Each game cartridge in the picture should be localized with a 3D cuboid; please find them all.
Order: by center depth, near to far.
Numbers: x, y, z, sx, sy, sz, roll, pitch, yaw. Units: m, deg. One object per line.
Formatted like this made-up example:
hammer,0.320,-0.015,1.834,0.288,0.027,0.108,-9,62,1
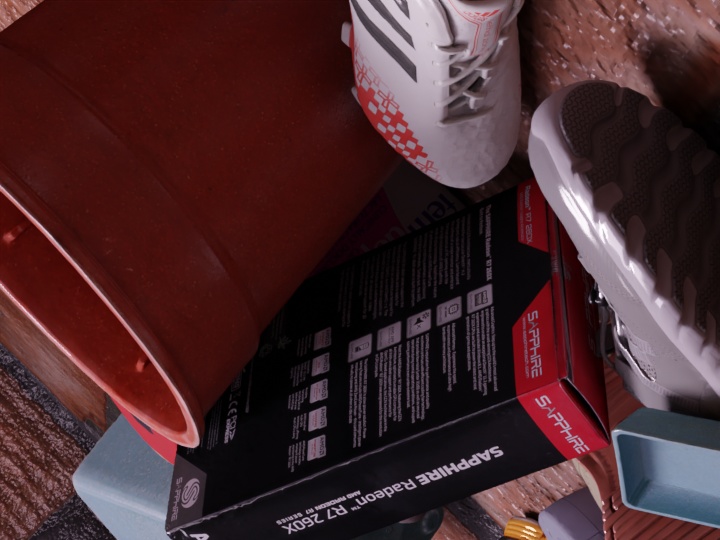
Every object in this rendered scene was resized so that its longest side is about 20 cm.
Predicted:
game cartridge,0.154,0.192,0.948,0.200,0.041,0.134,-164,50,-86

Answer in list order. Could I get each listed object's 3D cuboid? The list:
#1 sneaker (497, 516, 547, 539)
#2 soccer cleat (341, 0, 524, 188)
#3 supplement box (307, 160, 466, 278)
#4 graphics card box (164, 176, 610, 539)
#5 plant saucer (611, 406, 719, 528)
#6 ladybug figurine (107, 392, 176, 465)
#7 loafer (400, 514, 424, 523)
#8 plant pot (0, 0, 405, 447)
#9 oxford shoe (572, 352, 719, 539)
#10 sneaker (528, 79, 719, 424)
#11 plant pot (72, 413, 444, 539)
sneaker,0.156,0.264,1.151,0.200,0.077,0.078,44,162,-1
soccer cleat,0.032,-0.098,0.622,0.085,0.068,0.201,36,156,42
supplement box,0.000,0.000,0.863,0.200,0.101,0.103,43,164,6
graphics card box,0.010,0.049,0.727,0.051,0.199,0.126,49,-152,-36
plant saucer,0.194,0.088,0.618,0.198,0.019,0.070,10,149,19
ladybug figurine,-0.101,0.049,0.911,0.135,0.072,0.201,35,159,28
loafer,-0.004,0.080,1.150,0.200,0.071,0.073,48,-158,21
plant pot,-0.074,-0.062,0.731,0.200,0.195,0.201,41,163,16
oxford shoe,0.149,0.112,0.779,0.074,0.070,0.201,50,-169,-40
sneaker,0.114,0.017,0.637,0.082,0.075,0.201,-13,123,43
plant pot,-0.054,0.169,1.260,0.199,0.196,0.197,15,148,40
